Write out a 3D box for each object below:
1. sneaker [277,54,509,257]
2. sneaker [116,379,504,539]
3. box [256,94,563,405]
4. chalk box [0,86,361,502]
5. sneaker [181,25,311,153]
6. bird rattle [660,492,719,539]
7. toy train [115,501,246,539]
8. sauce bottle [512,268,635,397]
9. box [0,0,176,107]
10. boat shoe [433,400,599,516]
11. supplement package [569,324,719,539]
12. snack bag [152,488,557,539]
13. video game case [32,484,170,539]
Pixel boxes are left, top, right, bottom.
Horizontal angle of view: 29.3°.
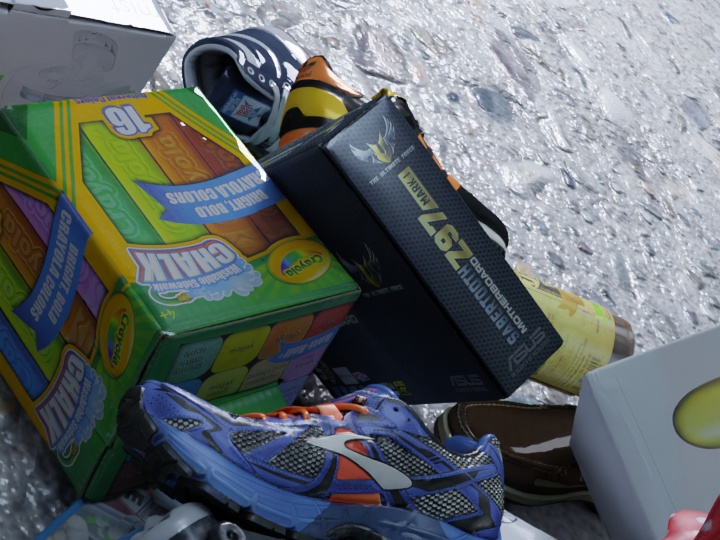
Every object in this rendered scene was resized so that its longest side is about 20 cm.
[{"bbox_3d":[0.030,-0.068,0.873,0.200,0.070,0.090,25,63,-42],"label":"sneaker"},{"bbox_3d":[-0.016,0.083,0.610,0.200,0.075,0.078,24,72,-30],"label":"sneaker"},{"bbox_3d":[0.000,0.000,0.751,0.051,0.200,0.158,-41,102,-25],"label":"box"},{"bbox_3d":[-0.095,0.022,0.680,0.125,0.124,0.200,-14,55,-45],"label":"chalk box"},{"bbox_3d":[-0.041,-0.095,0.956,0.200,0.070,0.108,43,27,15],"label":"sneaker"},{"bbox_3d":[0.159,0.187,0.530,0.163,0.113,0.200,41,41,-7],"label":"bird rattle"},{"bbox_3d":[-0.045,0.182,0.552,0.200,0.114,0.087,52,33,14],"label":"toy train"},{"bbox_3d":[0.081,0.025,0.880,0.200,0.065,0.065,23,37,-21],"label":"sauce bottle"},{"bbox_3d":[-0.239,-0.182,0.824,0.200,0.097,0.177,0,52,-47],"label":"box"},{"bbox_3d":[0.142,0.112,0.904,0.202,0.075,0.075,16,40,-34],"label":"boat shoe"},{"bbox_3d":[0.246,0.128,0.767,0.147,0.200,0.191,76,-6,-67],"label":"supplement package"},{"bbox_3d":[0.015,0.138,0.705,0.189,0.021,0.200,29,18,33],"label":"snack bag"},{"bbox_3d":[-0.078,0.193,0.627,0.200,0.018,0.143,44,32,2],"label":"video game case"}]
